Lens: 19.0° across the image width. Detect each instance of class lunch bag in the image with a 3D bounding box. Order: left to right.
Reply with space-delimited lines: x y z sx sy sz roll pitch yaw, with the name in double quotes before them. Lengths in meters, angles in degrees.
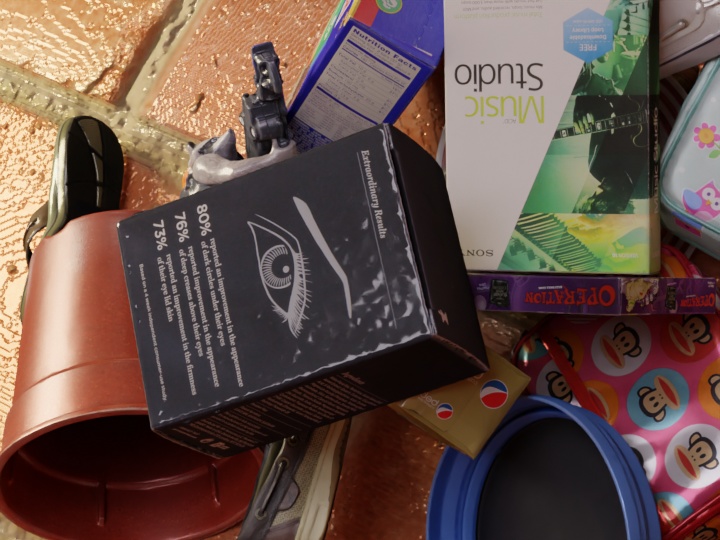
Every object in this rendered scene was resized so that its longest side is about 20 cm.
"lunch bag" 0.194 0.099 1.450 0.176 0.082 0.200 -38 54 11
"lunch bag" 0.293 -0.095 1.460 0.160 0.077 0.200 28 80 12

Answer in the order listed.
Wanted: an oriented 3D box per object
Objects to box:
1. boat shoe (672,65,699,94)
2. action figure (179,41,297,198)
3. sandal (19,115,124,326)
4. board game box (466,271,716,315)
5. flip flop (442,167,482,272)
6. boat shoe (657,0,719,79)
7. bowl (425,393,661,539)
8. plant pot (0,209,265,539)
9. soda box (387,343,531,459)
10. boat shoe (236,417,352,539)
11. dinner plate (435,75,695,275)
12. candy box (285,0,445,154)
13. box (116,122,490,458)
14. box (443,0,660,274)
"boat shoe" 0.162 -0.171 1.596 0.200 0.072 0.068 36 88 23
"action figure" -0.090 -0.056 1.537 0.105 0.200 0.193 -11 29 -11
"sandal" -0.236 -0.029 1.736 0.057 0.080 0.201 -18 53 38
"board game box" 0.117 0.014 1.412 0.200 0.120 0.032 1 95 39
"flip flop" 0.106 -0.045 1.499 0.200 0.058 0.081 -18 92 27
"boat shoe" 0.203 -0.179 1.445 0.200 0.070 0.071 -27 45 24
"bowl" 0.121 0.181 1.416 0.201 0.039 0.201 -3 86 53
"plant pot" -0.172 0.075 1.588 0.201 0.201 0.195 -20 52 18
"soda box" 0.046 0.071 1.473 0.068 0.064 0.200 -55 13 -4
"boat shoe" -0.043 0.105 1.485 0.065 0.073 0.200 14 67 -12
"dinner plate" 0.153 -0.067 1.534 0.200 0.024 0.200 2 98 13
"candy box" 0.017 -0.175 1.569 0.077 0.200 0.169 29 57 -7
"box" -0.037 0.016 1.360 0.200 0.104 0.148 -18 69 18
"box" 0.128 -0.097 1.435 0.144 0.036 0.200 1 97 23
